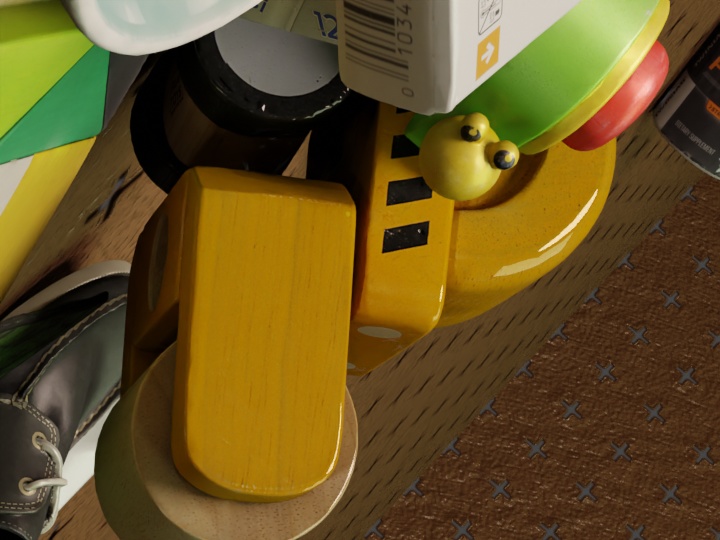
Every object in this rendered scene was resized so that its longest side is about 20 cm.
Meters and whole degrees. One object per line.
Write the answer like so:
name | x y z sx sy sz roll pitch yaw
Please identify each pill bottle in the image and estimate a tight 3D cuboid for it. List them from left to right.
pill bottle | 0.365 -0.186 2.266 0.200 0.106 0.106 -53 171 21

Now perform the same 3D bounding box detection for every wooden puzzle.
wooden puzzle | -0.120 -0.018 0.694 0.200 0.037 0.185 -52 172 19

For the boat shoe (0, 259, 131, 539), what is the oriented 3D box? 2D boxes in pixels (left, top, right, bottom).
boat shoe | -0.135 0.080 0.914 0.200 0.068 0.072 -48 148 -22

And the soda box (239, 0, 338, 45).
soda box | 0.029 -0.145 0.728 0.200 0.068 0.064 -45 141 -37

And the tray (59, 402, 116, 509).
tray | -0.139 0.074 1.062 0.107 0.022 0.200 -47 171 -23

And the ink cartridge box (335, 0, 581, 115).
ink cartridge box | 0.060 -0.173 0.653 0.200 0.047 0.198 -43 140 -42

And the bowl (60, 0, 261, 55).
bowl | -0.018 -0.146 0.426 0.201 0.105 0.201 -49 171 -10

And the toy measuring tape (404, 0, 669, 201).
toy measuring tape | 0.077 -0.099 0.759 0.200 0.074 0.074 -56 176 -28

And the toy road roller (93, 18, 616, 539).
toy road roller | 0.000 0.000 0.796 0.123 0.146 0.200 139 -42 -71

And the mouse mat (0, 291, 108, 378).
mouse mat | -0.163 0.059 0.750 0.161 0.008 0.200 -35 177 11
